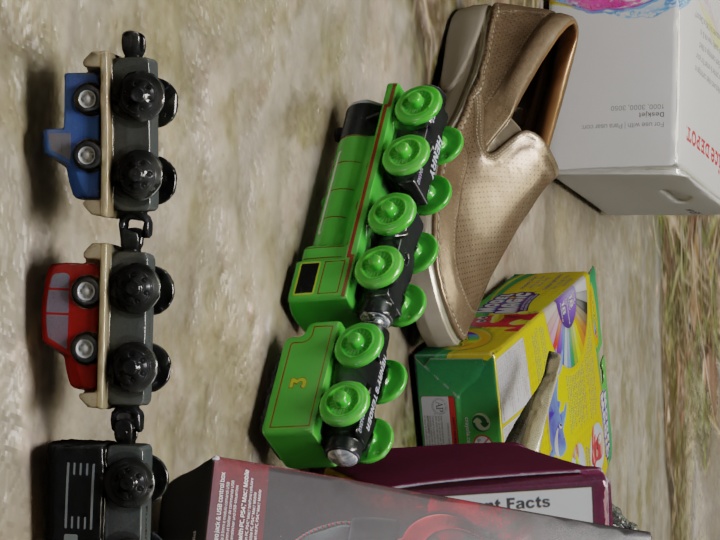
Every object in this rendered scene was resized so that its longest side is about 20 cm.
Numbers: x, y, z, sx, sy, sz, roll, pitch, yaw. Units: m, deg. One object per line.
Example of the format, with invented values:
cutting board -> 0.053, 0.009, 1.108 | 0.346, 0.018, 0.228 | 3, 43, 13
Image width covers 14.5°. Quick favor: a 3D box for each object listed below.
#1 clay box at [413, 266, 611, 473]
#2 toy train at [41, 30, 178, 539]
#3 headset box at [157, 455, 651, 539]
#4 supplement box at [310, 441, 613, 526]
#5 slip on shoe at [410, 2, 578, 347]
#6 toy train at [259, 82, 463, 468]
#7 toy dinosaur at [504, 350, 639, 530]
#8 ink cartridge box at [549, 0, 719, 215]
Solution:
clay box -> 0.084, 0.072, 1.471 | 0.200, 0.047, 0.115 | -34, 120, -67
toy train -> -0.091, 0.016, 1.000 | 0.034, 0.046, 0.201 | 4, 87, -82
headset box -> 0.001, 0.159, 1.063 | 0.075, 0.199, 0.149 | 143, -44, -66
supplement box -> 0.044, 0.180, 1.203 | 0.131, 0.103, 0.201 | -173, -100, -77
slip on shoe -> 0.067, -0.051, 1.412 | 0.076, 0.060, 0.200 | 67, 29, -46
toy train -> 0.000, 0.000, 1.232 | 0.042, 0.056, 0.200 | 58, 36, -46
toy dinosaur -> 0.075, 0.132, 1.326 | 0.047, 0.088, 0.200 | 37, 74, -44
ink cartridge box -> 0.167, -0.140, 1.660 | 0.144, 0.084, 0.201 | 26, 63, -67
